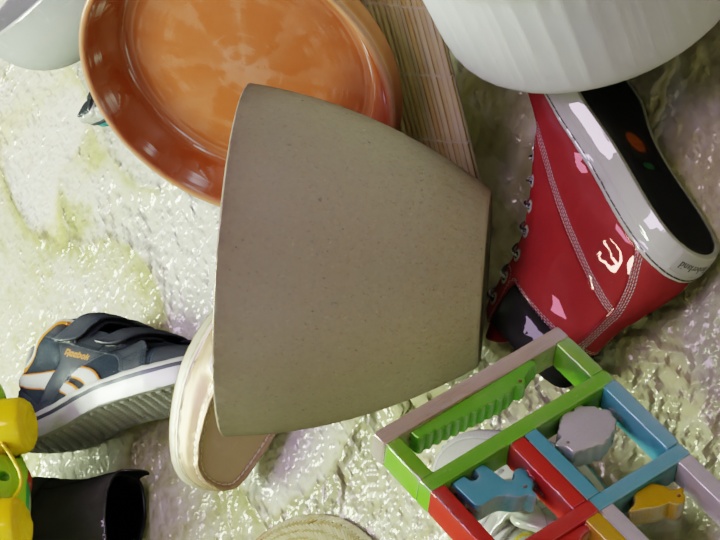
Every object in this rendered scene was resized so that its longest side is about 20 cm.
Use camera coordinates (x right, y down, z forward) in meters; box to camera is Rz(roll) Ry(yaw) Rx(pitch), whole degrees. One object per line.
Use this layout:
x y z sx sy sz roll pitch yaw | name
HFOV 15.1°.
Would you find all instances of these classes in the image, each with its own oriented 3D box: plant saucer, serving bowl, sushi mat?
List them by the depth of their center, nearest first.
0.019 -0.114 1.600 0.096 0.012 0.200 4 117 43 | sushi mat
-0.069 -0.118 1.606 0.200 0.200 0.032 -24 26 39 | plant saucer
-0.166 -0.204 1.840 0.200 0.066 0.200 -42 16 15 | serving bowl

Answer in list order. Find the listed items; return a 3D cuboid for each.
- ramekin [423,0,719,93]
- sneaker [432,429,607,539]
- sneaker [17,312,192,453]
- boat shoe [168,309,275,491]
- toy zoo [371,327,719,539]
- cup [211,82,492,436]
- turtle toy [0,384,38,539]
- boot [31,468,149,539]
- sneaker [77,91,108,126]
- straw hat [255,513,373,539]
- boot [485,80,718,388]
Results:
0.118 -0.188 1.491 0.200 0.098 0.201 -14 42 13 | ramekin
0.095 0.143 1.469 0.200 0.081 0.077 40 108 47 | sneaker
-0.160 0.062 1.768 0.200 0.078 0.080 -19 69 43 | sneaker
-0.054 0.047 1.665 0.069 0.074 0.200 25 94 54 | boat shoe
0.117 0.125 1.404 0.200 0.131 0.020 46 149 30 | toy zoo
0.000 0.000 1.536 0.143 0.200 0.201 5 76 4 | cup
-0.270 0.138 1.760 0.145 0.101 0.200 -7 52 9 | turtle toy
-0.204 0.224 1.766 0.138 0.077 0.200 -13 68 39 | boot
-0.127 -0.114 1.798 0.078 0.080 0.200 -57 22 -13 | sneaker
-0.064 0.233 1.601 0.201 0.085 0.201 -18 64 42 | straw hat
0.102 -0.039 1.535 0.144 0.072 0.200 -44 52 29 | boot
